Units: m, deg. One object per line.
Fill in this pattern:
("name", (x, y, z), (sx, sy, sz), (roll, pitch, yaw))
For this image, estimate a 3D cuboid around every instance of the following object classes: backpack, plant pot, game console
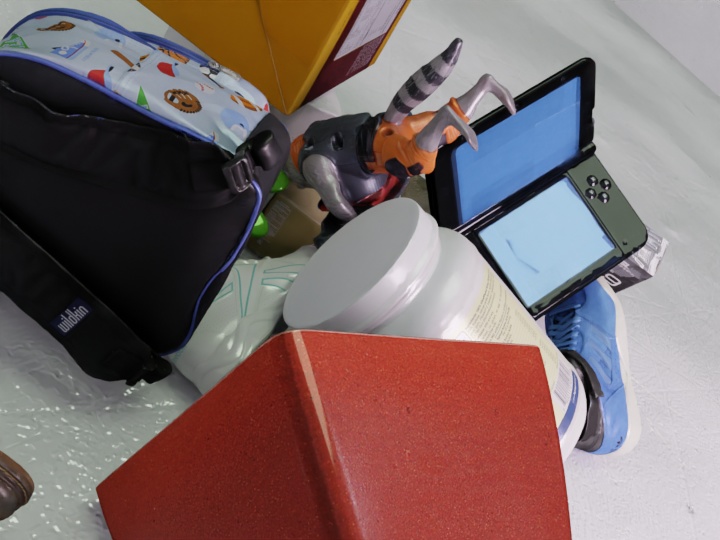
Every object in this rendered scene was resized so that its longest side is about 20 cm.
("backpack", (-0.155, -0.064, 0.582), (0.189, 0.201, 0.155), (27, 31, -12))
("plant pot", (0.000, 0.161, 0.517), (0.199, 0.200, 0.177), (8, 55, -42))
("game console", (0.171, -0.064, 0.887), (0.199, 0.116, 0.177), (-31, 82, -16))

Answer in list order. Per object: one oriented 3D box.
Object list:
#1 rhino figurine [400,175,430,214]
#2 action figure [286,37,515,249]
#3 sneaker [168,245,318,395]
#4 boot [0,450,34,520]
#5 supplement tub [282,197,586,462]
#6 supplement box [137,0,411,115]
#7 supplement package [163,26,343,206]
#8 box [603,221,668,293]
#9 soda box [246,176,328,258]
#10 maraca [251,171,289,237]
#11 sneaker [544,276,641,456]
("rhino figurine", (0.080, -0.049, 1.000), (0.087, 0.060, 0.201), (22, 32, -33))
("action figure", (0.022, -0.114, 0.768), (0.105, 0.192, 0.200), (58, 33, -24))
("sneaker", (-0.085, 0.017, 0.721), (0.080, 0.071, 0.200), (38, 30, 4))
("boot", (-0.257, 0.104, 0.429), (0.199, 0.075, 0.097), (21, 45, -15))
("supplement tub", (0.054, 0.061, 0.689), (0.200, 0.144, 0.145), (48, 26, -22))
("supplement box", (-0.067, -0.266, 0.815), (0.197, 0.133, 0.200), (38, 32, 4))
("supplement package", (-0.111, -0.176, 0.899), (0.119, 0.121, 0.201), (17, 37, -31))
("box", (0.209, -0.047, 1.044), (0.199, 0.158, 0.050), (35, 68, -7))
("soda box", (0.000, 0.000, 0.841), (0.199, 0.064, 0.068), (37, 30, -4))
("maraca", (-0.152, -0.096, 0.752), (0.199, 0.107, 0.138), (28, 71, -15))
("sneaker", (0.199, 0.075, 0.913), (0.111, 0.077, 0.202), (14, 60, -40))
